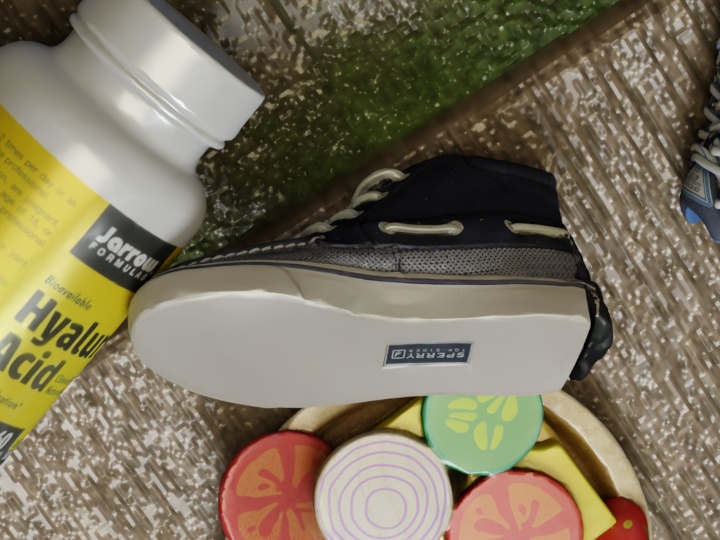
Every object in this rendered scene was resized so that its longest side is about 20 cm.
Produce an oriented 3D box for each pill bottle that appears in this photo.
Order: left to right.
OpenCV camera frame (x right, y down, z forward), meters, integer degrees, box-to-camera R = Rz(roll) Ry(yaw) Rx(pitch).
[{"bbox_3d":[-0.133,-0.021,1.017,0.111,0.111,0.200,39,96,-12],"label":"pill bottle"}]

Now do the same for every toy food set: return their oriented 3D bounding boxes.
[{"bbox_3d":[0.031,0.133,1.098,0.200,0.049,0.198,-37,103,3],"label":"toy food set"}]

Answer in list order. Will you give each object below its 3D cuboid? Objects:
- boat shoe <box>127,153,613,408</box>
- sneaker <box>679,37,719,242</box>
[{"bbox_3d":[0.000,0.000,1.039,0.199,0.093,0.075,4,138,-15],"label":"boat shoe"},{"bbox_3d":[0.173,-0.051,1.061,0.085,0.077,0.201,-20,103,3],"label":"sneaker"}]
